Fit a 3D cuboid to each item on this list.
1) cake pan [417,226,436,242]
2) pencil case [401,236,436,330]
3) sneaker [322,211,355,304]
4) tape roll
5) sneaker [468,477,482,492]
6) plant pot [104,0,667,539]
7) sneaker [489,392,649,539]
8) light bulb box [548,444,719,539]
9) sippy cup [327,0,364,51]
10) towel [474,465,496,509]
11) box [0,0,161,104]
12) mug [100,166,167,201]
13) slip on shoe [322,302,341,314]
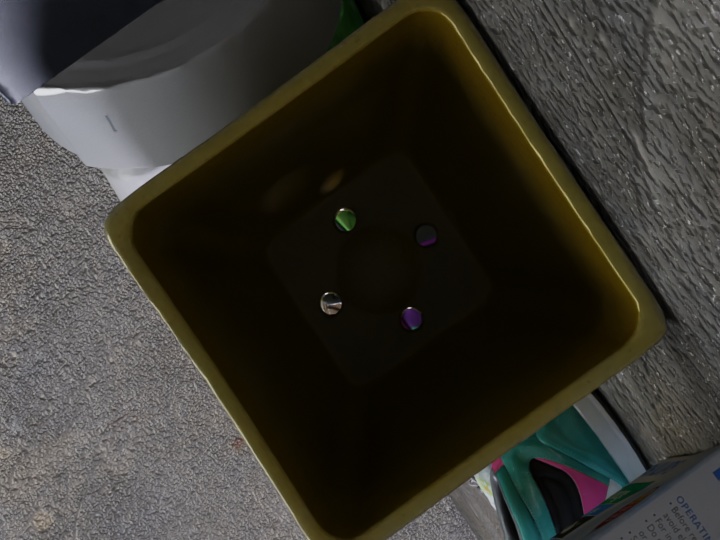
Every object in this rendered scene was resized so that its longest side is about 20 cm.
[{"bbox_3d":[0.031,-0.049,0.940,0.201,0.036,0.200,55,174,8],"label":"cake pan"},{"bbox_3d":[0.079,0.054,0.867,0.200,0.091,0.086,60,-154,-60],"label":"pencil case"},{"bbox_3d":[-0.041,-0.015,0.849,0.199,0.084,0.077,33,178,-18],"label":"sneaker"},{"bbox_3d":[-0.112,-0.158,0.692,0.203,0.201,0.071,52,173,32],"label":"tape roll"},{"bbox_3d":[0.134,0.194,1.217,0.200,0.081,0.075,50,173,47],"label":"sneaker"},{"bbox_3d":[0.012,0.002,0.666,0.197,0.193,0.200,55,-179,0],"label":"plant pot"},{"bbox_3d":[0.150,0.183,0.811,0.201,0.120,0.084,55,175,9],"label":"sneaker"},{"bbox_3d":[0.131,0.196,0.643,0.126,0.199,0.198,55,175,11],"label":"light bulb box"},{"bbox_3d":[-0.076,-0.144,0.795,0.141,0.129,0.178,57,173,3],"label":"sippy cup"},{"bbox_3d":[0.178,0.220,0.970,0.199,0.048,0.171,38,172,28],"label":"towel"},{"bbox_3d":[-0.135,-0.220,0.530,0.198,0.199,0.124,53,176,23],"label":"box"},{"bbox_3d":[-0.181,-0.097,1.170,0.184,0.151,0.154,7,150,33],"label":"mug"},{"bbox_3d":[0.000,0.000,0.973,0.060,0.076,0.202,18,141,52],"label":"slip on shoe"}]
